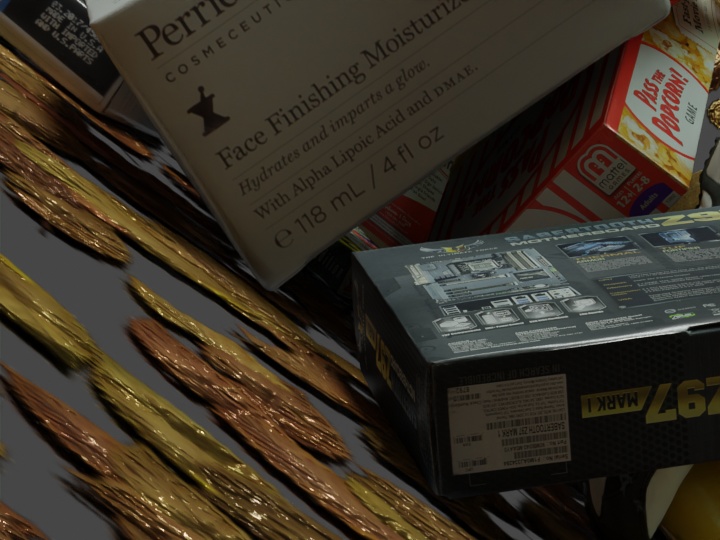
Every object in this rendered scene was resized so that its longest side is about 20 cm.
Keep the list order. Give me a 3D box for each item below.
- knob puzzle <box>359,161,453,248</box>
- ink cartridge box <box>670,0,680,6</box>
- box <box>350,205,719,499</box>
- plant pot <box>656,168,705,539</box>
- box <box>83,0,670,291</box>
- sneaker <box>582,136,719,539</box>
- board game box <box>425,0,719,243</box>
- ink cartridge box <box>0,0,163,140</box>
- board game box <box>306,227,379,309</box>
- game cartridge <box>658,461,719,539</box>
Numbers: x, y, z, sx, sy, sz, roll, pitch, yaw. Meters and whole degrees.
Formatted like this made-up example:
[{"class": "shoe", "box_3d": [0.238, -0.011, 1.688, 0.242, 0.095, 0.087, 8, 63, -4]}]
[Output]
[{"class": "knob puzzle", "box_3d": [0.039, -0.087, 1.390, 0.030, 0.221, 0.219, -10, 40, -46]}, {"class": "ink cartridge box", "box_3d": [0.109, -0.169, 1.078, 0.109, 0.050, 0.200, 56, 1, 20]}, {"class": "box", "box_3d": [0.105, 0.021, 0.924, 0.199, 0.051, 0.158, -7, 15, -8]}, {"class": "plant pot", "box_3d": [0.203, 0.081, 1.153, 0.186, 0.186, 0.200, 33, 19, -36]}, {"class": "box", "box_3d": [-0.002, -0.113, 1.121, 0.131, 0.198, 0.200, 55, 1, -12]}, {"class": "sneaker", "box_3d": [0.149, 0.021, 1.039, 0.080, 0.201, 0.074, 25, -10, 14]}, {"class": "board game box", "box_3d": [0.090, -0.051, 1.153, 0.046, 0.152, 0.200, 35, 33, -10]}, {"class": "ink cartridge box", "box_3d": [-0.156, -0.134, 1.354, 0.197, 0.047, 0.200, 38, 6, 16]}, {"class": "board game box", "box_3d": [0.000, 0.000, 1.291, 0.105, 0.024, 0.200, 31, 7, -35]}, {"class": "game cartridge", "box_3d": [0.190, 0.032, 1.073, 0.177, 0.200, 0.032, 52, -4, 35]}]
